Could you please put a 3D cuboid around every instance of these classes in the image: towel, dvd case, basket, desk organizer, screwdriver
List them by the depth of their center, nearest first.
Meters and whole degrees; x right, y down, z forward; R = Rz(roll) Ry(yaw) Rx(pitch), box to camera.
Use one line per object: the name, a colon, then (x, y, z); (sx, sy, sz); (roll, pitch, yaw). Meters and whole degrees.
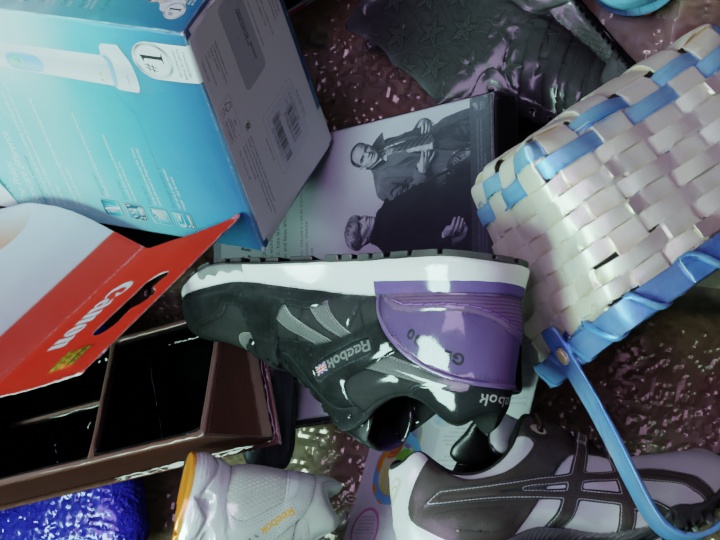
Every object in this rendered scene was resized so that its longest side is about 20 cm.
basket: (0.162, 0.003, 1.310); (0.176, 0.139, 0.201); (-29, 80, -21)
desk organizer: (-0.149, 0.073, 1.427); (0.199, 0.077, 0.072); (-15, 80, 24)
dvd case: (0.000, 0.000, 1.443); (0.199, 0.025, 0.152); (-11, 74, 43)
screwdriver: (-0.047, 0.140, 1.449); (0.029, 0.028, 0.202); (2, 99, 13)
towel: (-0.194, 0.070, 1.515); (0.147, 0.049, 0.201); (-21, 77, 30)

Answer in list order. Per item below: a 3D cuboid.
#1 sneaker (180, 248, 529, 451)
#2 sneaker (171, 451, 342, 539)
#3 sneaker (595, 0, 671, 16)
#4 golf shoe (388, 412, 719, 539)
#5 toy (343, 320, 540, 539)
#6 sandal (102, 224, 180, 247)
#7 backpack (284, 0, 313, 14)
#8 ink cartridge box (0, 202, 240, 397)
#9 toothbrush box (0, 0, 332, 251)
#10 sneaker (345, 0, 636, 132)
sneaker: (-0.012, 0.039, 1.308); (0.199, 0.075, 0.088); (-3, 82, 44)
sneaker: (-0.047, 0.185, 1.405); (0.091, 0.076, 0.201); (3, 120, 1)
sneaker: (0.114, -0.233, 1.440); (0.079, 0.095, 0.201); (-26, 71, 15)
golf shoe: (0.098, 0.100, 1.330); (0.078, 0.199, 0.095); (-33, 77, 49)
toy: (0.053, 0.097, 1.417); (0.115, 0.047, 0.201); (-4, 69, 52)
sandal: (-0.163, -0.068, 1.550); (0.200, 0.043, 0.076); (43, 97, 24)
backpack: (-0.063, -0.220, 1.470); (0.199, 0.177, 0.151); (-33, 47, 18)
ink cartridge box: (-0.178, 0.014, 1.383); (0.199, 0.162, 0.050); (-17, 109, 37)
toothbrush box: (-0.133, -0.102, 1.430); (0.199, 0.147, 0.086); (8, 49, 29)
sneaker: (0.084, -0.091, 1.447); (0.104, 0.060, 0.200); (-43, 64, 11)
